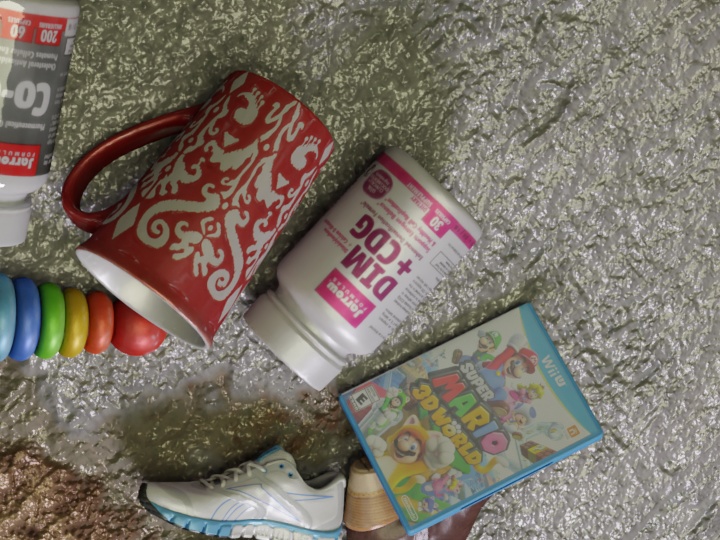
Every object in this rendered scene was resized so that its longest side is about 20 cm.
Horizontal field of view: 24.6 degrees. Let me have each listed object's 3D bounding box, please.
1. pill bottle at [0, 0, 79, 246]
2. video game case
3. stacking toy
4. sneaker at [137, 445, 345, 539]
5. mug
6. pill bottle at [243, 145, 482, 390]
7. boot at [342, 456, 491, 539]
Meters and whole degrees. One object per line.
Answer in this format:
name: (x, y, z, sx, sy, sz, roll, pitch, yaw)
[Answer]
pill bottle: (-0.294, -0.127, 1.304, 0.113, 0.114, 0.201, 8, 103, -18)
video game case: (0.100, 0.133, 1.499, 0.199, 0.018, 0.143, -25, 71, -8)
stacking toy: (-0.260, 0.042, 1.391, 0.199, 0.085, 0.086, 3, 105, -24)
sneaker: (-0.102, 0.197, 1.486, 0.199, 0.075, 0.087, 12, 94, -26)
mug: (-0.137, -0.067, 1.346, 0.177, 0.133, 0.200, 38, 76, -7)
pill bottle: (0.000, 0.000, 1.426, 0.200, 0.113, 0.113, -47, 112, 1)
boot: (0.083, 0.238, 1.552, 0.199, 0.072, 0.167, -10, 114, -9)
